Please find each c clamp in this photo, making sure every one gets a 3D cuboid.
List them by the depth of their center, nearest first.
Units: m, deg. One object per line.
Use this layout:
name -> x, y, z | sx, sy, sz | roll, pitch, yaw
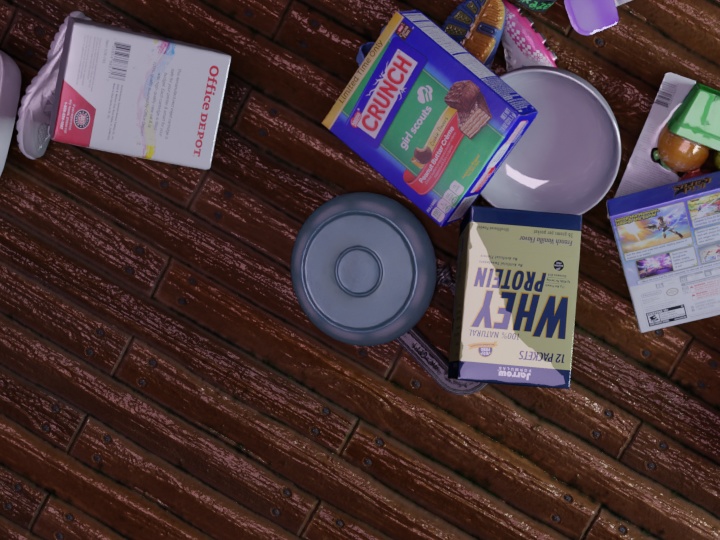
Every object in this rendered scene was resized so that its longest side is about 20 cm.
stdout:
c clamp -> 0.137, 0.070, 1.769 | 0.199, 0.027, 0.171 | 39, 104, -1

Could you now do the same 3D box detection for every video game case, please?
video game case -> 0.421, -0.028, 1.670 | 0.197, 0.046, 0.183 | -14, 122, 13

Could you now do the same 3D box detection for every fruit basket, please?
fruit basket -> 0.430, -0.125, 1.692 | 0.183, 0.094, 0.202 | 20, 114, 4

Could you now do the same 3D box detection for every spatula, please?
spatula -> 0.355, -0.350, 1.691 | 0.198, 0.021, 0.057 | -19, 93, 7

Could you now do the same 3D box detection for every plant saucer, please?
plant saucer -> 0.000, 0.000, 1.758 | 0.197, 0.027, 0.203 | 1, 96, 14

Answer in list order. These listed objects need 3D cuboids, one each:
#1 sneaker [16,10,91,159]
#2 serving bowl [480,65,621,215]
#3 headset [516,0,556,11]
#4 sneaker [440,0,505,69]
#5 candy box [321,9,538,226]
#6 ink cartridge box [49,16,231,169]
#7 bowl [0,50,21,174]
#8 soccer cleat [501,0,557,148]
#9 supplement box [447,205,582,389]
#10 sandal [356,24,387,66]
sneaker -> -0.383, -0.232, 1.756 | 0.081, 0.075, 0.202 | 27, 99, 2
serving bowl -> 0.223, -0.162, 1.659 | 0.197, 0.066, 0.203 | 8, 119, 14
headset -> 0.188, -0.413, 1.651 | 0.094, 0.123, 0.202 | -39, 67, 34
sneaker -> 0.130, -0.247, 1.689 | 0.075, 0.088, 0.202 | 30, 100, 26
candy box -> 0.081, -0.184, 1.612 | 0.200, 0.077, 0.170 | 42, 113, 15
ink cartridge box -> -0.276, -0.222, 1.685 | 0.197, 0.145, 0.147 | 11, 99, -16
bowl -> -0.525, -0.206, 1.756 | 0.198, 0.074, 0.202 | 19, 100, 25
soccer cleat -> 0.212, -0.243, 1.695 | 0.086, 0.070, 0.201 | -36, 93, 9
supplement box -> 0.183, 0.038, 1.642 | 0.132, 0.200, 0.203 | 5, 86, 1
sandal -> 0.047, -0.220, 1.722 | 0.086, 0.079, 0.203 | 1, 105, 39
